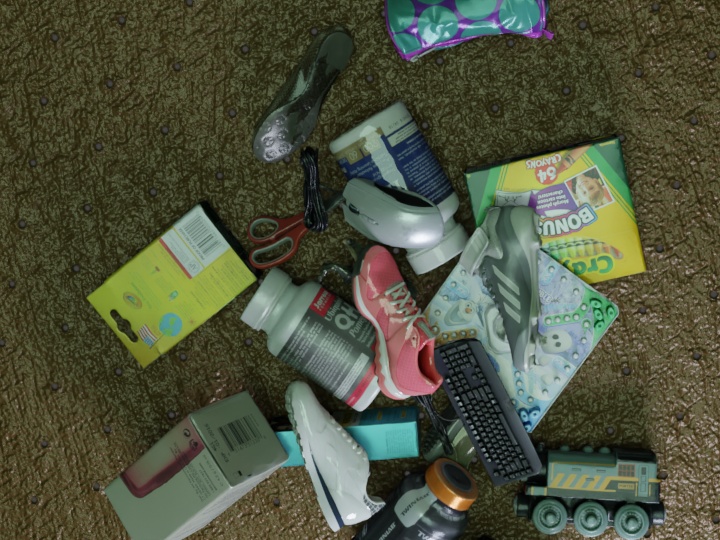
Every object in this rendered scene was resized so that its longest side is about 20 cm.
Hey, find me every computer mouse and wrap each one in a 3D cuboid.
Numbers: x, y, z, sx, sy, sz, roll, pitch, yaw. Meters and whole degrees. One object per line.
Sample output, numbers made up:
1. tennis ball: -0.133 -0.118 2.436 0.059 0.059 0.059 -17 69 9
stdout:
1. computer mouse: 0.008 -0.075 1.578 0.199 0.044 0.110 19 122 26

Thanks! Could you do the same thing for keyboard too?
1. keyboard: 0.135 0.185 1.636 0.126 0.021 0.201 -21 103 31

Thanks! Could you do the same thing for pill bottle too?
1. pill bottle: 0.054 -0.101 1.635 0.111 0.111 0.201 -30 96 9
2. pill bottle: 0.069 0.336 1.695 0.106 0.106 0.200 36 113 -2
3. pill bottle: -0.051 0.084 1.677 0.199 0.111 0.111 34 101 -2

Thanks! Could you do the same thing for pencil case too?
1. pencil case: 0.132 -0.315 1.604 0.198 0.085 0.093 -10 83 7

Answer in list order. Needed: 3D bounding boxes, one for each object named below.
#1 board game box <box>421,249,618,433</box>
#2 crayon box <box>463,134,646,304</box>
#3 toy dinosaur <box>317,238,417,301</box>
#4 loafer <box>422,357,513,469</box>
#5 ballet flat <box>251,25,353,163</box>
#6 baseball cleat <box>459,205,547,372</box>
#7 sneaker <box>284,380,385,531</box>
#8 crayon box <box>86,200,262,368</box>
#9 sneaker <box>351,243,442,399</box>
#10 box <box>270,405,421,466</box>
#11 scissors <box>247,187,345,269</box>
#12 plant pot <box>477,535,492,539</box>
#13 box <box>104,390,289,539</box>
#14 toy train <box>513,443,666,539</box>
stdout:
1. board game box: 0.187 0.071 1.628 0.199 0.026 0.201 36 100 5
2. crayon box: 0.246 -0.065 1.651 0.198 0.058 0.174 -13 98 8
3. toy dinosaur: 0.000 0.000 1.658 0.088 0.200 0.048 -6 63 31
4. loafer: 0.162 0.179 1.703 0.069 0.075 0.200 34 104 -15
5. ballet flat: -0.077 -0.227 1.662 0.067 0.046 0.201 23 109 -31
6. baseball cleat: 0.174 0.022 1.586 0.106 0.070 0.202 1 86 16
7. sneaker: -0.036 0.226 1.645 0.080 0.076 0.201 -21 102 -4
8. crayon box: -0.245 0.018 1.712 0.200 0.051 0.127 -37 95 9
9. sneaker: 0.054 0.061 1.585 0.086 0.074 0.202 -2 109 45
10. box: -0.021 0.218 1.713 0.198 0.082 0.050 -5 98 5
11. scissors: -0.058 -0.065 1.688 0.199 0.014 0.074 -22 65 6
12. plant pot: 0.159 0.466 1.696 0.199 0.200 0.178 -39 82 10
13. box: -0.212 0.261 1.672 0.200 0.128 0.109 -41 78 32
14. toy train: 0.301 0.287 1.703 0.198 0.085 0.115 3 88 6
